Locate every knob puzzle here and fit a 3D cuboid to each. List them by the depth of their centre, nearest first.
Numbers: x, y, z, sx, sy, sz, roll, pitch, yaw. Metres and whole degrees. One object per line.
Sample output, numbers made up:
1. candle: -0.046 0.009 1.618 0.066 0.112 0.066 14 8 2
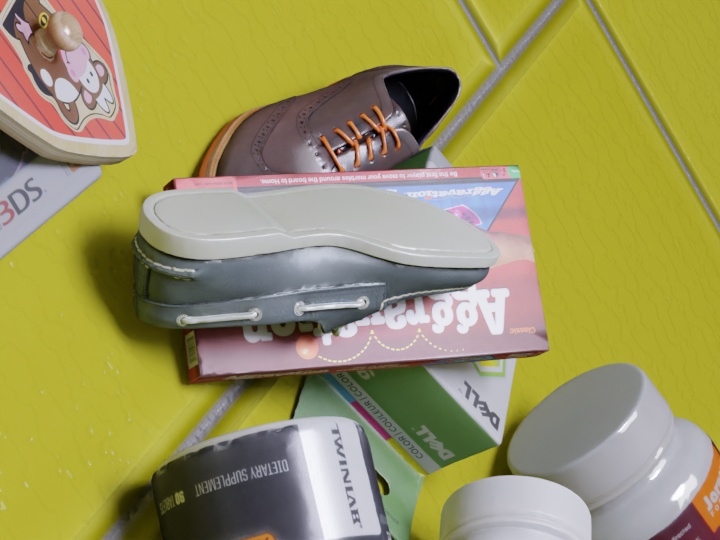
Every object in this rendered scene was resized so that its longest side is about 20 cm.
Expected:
1. knob puzzle: -0.160 -0.137 1.120 0.220 0.030 0.220 51 24 -32

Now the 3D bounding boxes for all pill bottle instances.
1. pill bottle: -0.026 0.177 1.085 0.106 0.106 0.201 6 65 -53
2. pill bottle: 0.076 0.211 1.205 0.111 0.111 0.201 38 42 -36
3. pill bottle: 0.178 0.159 1.380 0.200 0.114 0.114 53 35 -21

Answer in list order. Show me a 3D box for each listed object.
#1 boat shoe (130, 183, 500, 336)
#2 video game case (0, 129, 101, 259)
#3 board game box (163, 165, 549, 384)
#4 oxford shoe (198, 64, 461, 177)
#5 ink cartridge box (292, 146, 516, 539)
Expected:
1. boat shoe: -0.023 -0.001 1.173 0.199 0.062 0.073 1 29 -31
2. video game case: -0.214 -0.090 1.056 0.201 0.023 0.182 59 33 -11
3. board game box: 0.000 0.000 1.216 0.199 0.019 0.104 -4 79 -25
4. oxford shoe: -0.016 -0.071 1.277 0.200 0.072 0.071 -40 104 -49
5. ink cartridge box: 0.032 0.039 1.295 0.104 0.059 0.201 47 38 -28
